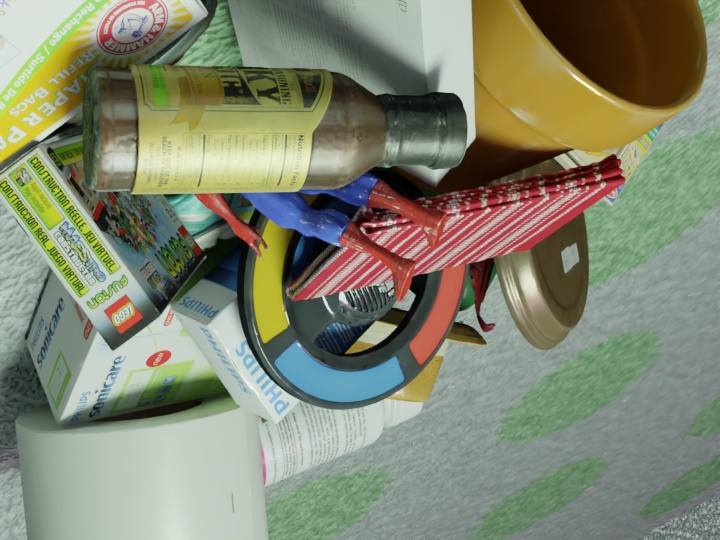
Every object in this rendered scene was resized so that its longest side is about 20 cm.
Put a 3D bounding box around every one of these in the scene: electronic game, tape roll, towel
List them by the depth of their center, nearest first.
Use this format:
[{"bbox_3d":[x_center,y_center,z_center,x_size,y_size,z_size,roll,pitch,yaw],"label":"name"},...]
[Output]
[{"bbox_3d":[0.061,-0.026,0.805,0.198,0.023,0.145,-12,166,-25],"label":"towel"},{"bbox_3d":[0.000,0.000,0.874,0.198,0.041,0.203,-10,106,-35],"label":"electronic game"},{"bbox_3d":[-0.178,0.180,1.023,0.199,0.141,0.203,-4,-175,0],"label":"tape roll"}]

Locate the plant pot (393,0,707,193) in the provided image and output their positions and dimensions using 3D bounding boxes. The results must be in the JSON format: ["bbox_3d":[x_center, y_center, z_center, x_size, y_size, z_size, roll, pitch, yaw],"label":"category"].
[{"bbox_3d":[0.094,-0.148,0.817,0.198,0.203,0.183,-4,159,-41],"label":"plant pot"}]

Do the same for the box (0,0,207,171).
[{"bbox_3d":[-0.194,-0.132,0.617,0.199,0.113,0.101,-35,153,7],"label":"box"}]

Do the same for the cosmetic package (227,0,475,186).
[{"bbox_3d":[-0.010,-0.155,0.698,0.052,0.150,0.201,-47,154,-23],"label":"cosmetic package"}]

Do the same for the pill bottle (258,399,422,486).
[{"bbox_3d":[-0.046,0.130,1.200,0.198,0.114,0.114,-18,151,-22],"label":"pill bottle"}]

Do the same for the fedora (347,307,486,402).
[{"bbox_3d":[0.010,0.070,1.078,0.200,0.199,0.083,13,88,-53],"label":"fedora"}]

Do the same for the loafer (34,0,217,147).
[{"bbox_3d":[-0.168,-0.122,0.727,0.198,0.073,0.063,-28,173,10],"label":"loafer"}]

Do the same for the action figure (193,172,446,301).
[{"bbox_3d":[-0.052,-0.051,0.689,0.066,0.198,0.052,-56,169,-25],"label":"action figure"}]

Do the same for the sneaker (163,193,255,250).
[{"bbox_3d":[-0.081,-0.075,0.873,0.198,0.078,0.080,-28,141,-10],"label":"sneaker"}]

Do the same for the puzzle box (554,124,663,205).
[{"bbox_3d":[0.211,-0.143,1.048,0.134,0.025,0.199,-57,149,4],"label":"puzzle box"}]

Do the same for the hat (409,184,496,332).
[{"bbox_3d":[0.103,0.021,1.096,0.198,0.177,0.166,-5,143,-39],"label":"hat"}]

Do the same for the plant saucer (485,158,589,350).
[{"bbox_3d":[0.156,-0.034,1.049,0.029,0.203,0.200,-8,163,26],"label":"plant saucer"}]

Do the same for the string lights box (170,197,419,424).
[{"bbox_3d":[-0.032,0.003,0.916,0.200,0.059,0.103,-44,124,-21],"label":"string lights box"}]

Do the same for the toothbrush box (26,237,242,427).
[{"bbox_3d":[-0.143,0.032,0.972,0.198,0.087,0.146,-6,144,-37],"label":"toothbrush box"}]

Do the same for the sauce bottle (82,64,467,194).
[{"bbox_3d":[-0.042,-0.072,0.636,0.197,0.065,0.065,-3,144,-21],"label":"sauce bottle"}]

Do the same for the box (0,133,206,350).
[{"bbox_3d":[-0.148,-0.027,0.738,0.035,0.111,0.200,-34,-171,5],"label":"box"}]
